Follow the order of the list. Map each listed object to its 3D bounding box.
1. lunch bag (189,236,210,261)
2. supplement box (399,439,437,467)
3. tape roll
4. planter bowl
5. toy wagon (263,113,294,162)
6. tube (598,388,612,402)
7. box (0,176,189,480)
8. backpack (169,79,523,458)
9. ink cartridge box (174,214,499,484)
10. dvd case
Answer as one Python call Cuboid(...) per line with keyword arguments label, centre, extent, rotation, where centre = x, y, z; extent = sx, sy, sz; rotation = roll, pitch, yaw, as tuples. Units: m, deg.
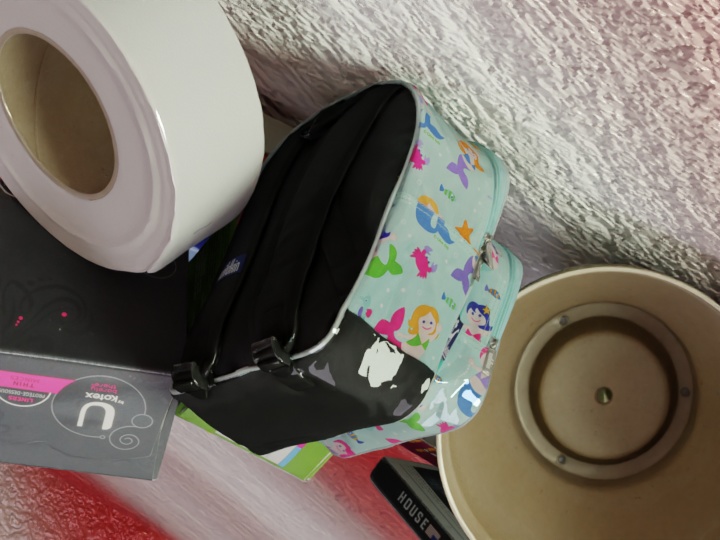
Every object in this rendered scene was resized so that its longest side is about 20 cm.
Cuboid(label="lunch bag", centre=(-0.149, -0.035, 1.575), extent=(0.150, 0.095, 0.200), rotation=(30, 168, -9))
Cuboid(label="supplement box", centre=(0.132, 0.112, 1.564), extent=(0.199, 0.111, 0.086), rotation=(31, 165, -13))
Cuboid(label="tape roll", centre=(-0.146, -0.101, 1.271), extent=(0.202, 0.071, 0.204), rotation=(32, 140, 31))
Cuboid(label="planter bowl", centre=(0.148, 0.087, 1.365), extent=(0.199, 0.201, 0.135), rotation=(27, -170, 0))
Cuboid(label="toy wagon", centre=(-0.049, -0.063, 1.450), extent=(0.199, 0.040, 0.155), rotation=(10, 157, 47))
Cuboid(label="tube", centre=(0.184, 0.140, 1.492), extent=(0.058, 0.052, 0.201), rotation=(8, 120, 32))
Cuboid(label="box", centre=(-0.170, 0.012, 1.376), extent=(0.121, 0.201, 0.106), rotation=(7, 137, -12))
Cuboid(label="backpack", centre=(0.000, 0.000, 1.275), extent=(0.150, 0.201, 0.177), rotation=(31, 149, -29))
Cuboid(label="ink cartridge box", centre=(-0.013, 0.063, 1.433), extent=(0.199, 0.148, 0.076), rotation=(30, 123, -22))
Cuboid(label="dvd case", centre=(0.112, 0.196, 1.572), extent=(0.199, 0.025, 0.150), rotation=(15, -155, -49))
